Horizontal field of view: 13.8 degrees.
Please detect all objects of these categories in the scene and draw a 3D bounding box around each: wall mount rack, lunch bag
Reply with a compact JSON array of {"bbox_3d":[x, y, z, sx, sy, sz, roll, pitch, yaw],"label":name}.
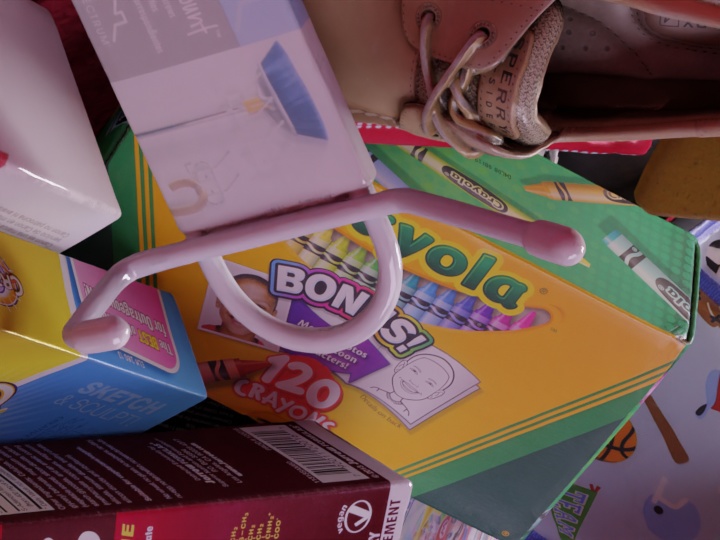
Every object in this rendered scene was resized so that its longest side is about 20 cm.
[{"bbox_3d":[-0.028,-0.054,0.825,0.173,0.200,0.075,-13,-157,27],"label":"wall mount rack"},{"bbox_3d":[0.158,0.028,1.174,0.170,0.124,0.200,-48,180,39],"label":"lunch bag"}]

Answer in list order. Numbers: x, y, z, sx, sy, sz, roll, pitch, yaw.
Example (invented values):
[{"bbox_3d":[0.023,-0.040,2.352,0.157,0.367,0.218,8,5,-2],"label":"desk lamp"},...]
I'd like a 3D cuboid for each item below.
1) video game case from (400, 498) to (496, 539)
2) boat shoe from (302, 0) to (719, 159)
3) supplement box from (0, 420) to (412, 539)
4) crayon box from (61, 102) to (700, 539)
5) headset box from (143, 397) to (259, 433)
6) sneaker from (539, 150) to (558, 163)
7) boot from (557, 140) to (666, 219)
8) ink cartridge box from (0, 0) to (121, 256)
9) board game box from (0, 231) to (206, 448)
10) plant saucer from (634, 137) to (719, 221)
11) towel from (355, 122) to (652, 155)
[{"bbox_3d":[0.020,0.105,1.164,0.143,0.018,0.200,-64,159,-9],"label":"video game case"},{"bbox_3d":[0.041,-0.068,0.870,0.199,0.065,0.072,1,127,2],"label":"boat shoe"},{"bbox_3d":[-0.085,0.112,0.948,0.200,0.061,0.109,-3,111,-38],"label":"supplement box"},{"bbox_3d":[0.000,0.000,1.008,0.200,0.058,0.119,27,130,-12],"label":"crayon box"},{"bbox_3d":[-0.099,0.098,1.145,0.174,0.093,0.200,14,166,18],"label":"headset box"},{"bbox_3d":[0.060,-0.062,1.038,0.075,0.082,0.200,3,148,-44],"label":"sneaker"},{"bbox_3d":[0.075,-0.034,1.127,0.182,0.073,0.200,-24,169,-32],"label":"boot"},{"bbox_3d":[-0.198,-0.021,0.909,0.200,0.086,0.148,-27,157,19],"label":"ink cartridge box"},{"bbox_3d":[-0.161,0.038,0.912,0.153,0.040,0.200,-29,157,19],"label":"board game box"},{"bbox_3d":[0.211,-0.079,0.977,0.199,0.200,0.049,7,124,25],"label":"plant saucer"},{"bbox_3d":[0.070,-0.116,0.918,0.144,0.023,0.200,1,130,-33],"label":"towel"}]
